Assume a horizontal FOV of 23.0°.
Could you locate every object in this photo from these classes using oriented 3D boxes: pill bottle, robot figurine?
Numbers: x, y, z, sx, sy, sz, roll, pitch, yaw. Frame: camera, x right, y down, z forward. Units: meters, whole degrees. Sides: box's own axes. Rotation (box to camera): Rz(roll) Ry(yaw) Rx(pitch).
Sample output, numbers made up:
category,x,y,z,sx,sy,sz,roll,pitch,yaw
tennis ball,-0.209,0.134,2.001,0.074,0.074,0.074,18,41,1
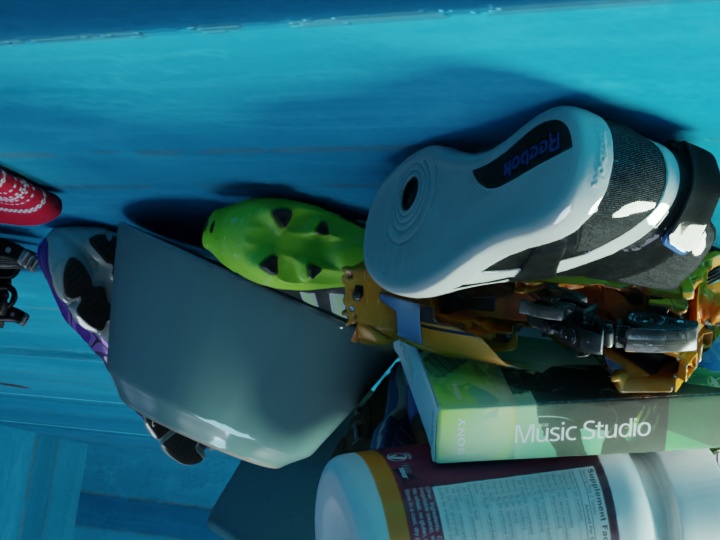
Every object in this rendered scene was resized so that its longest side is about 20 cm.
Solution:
category,x,y,z,sx,sy,sz,roll,pitch,yaw
pill bottle,0.083,0.138,0.913,0.198,0.111,0.110,-6,174,-16
robot figurine,0.099,0.013,0.906,0.198,0.059,0.145,10,-156,25

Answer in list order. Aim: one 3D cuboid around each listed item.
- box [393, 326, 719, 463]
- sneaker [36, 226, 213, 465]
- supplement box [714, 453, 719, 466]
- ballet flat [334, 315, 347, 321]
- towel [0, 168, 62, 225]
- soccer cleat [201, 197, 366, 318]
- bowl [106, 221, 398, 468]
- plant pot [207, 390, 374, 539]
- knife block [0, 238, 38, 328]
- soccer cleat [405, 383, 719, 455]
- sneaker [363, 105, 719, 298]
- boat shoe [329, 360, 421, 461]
category,x,y,z,sx,sy,sz,roll,pitch,yaw
box,0.124,0.050,0.938,0.197,0.037,0.145,-4,-158,-7
sneaker,-0.154,0.046,1.236,0.083,0.080,0.201,15,140,59
supplement box,0.197,0.093,1.235,0.060,0.110,0.200,6,172,-21
ballet flat,-0.026,0.040,1.306,0.072,0.069,0.199,-5,174,-32
towel,-0.283,-0.061,1.035,0.143,0.023,0.200,3,168,25
soccer cleat,0.000,0.000,1.046,0.198,0.068,0.081,21,176,-29
bowl,-0.082,0.056,1.128,0.199,0.106,0.201,23,178,1
plant pot,0.027,0.174,1.197,0.141,0.142,0.199,35,175,-39
knife block,-0.336,-0.006,1.266,0.199,0.065,0.175,17,167,-37
soccer cleat,0.124,0.066,1.004,0.197,0.084,0.065,-2,142,5
sneaker,0.089,-0.016,0.819,0.111,0.074,0.199,15,167,-25
boat shoe,0.021,0.121,1.054,0.072,0.072,0.200,47,-161,-8
